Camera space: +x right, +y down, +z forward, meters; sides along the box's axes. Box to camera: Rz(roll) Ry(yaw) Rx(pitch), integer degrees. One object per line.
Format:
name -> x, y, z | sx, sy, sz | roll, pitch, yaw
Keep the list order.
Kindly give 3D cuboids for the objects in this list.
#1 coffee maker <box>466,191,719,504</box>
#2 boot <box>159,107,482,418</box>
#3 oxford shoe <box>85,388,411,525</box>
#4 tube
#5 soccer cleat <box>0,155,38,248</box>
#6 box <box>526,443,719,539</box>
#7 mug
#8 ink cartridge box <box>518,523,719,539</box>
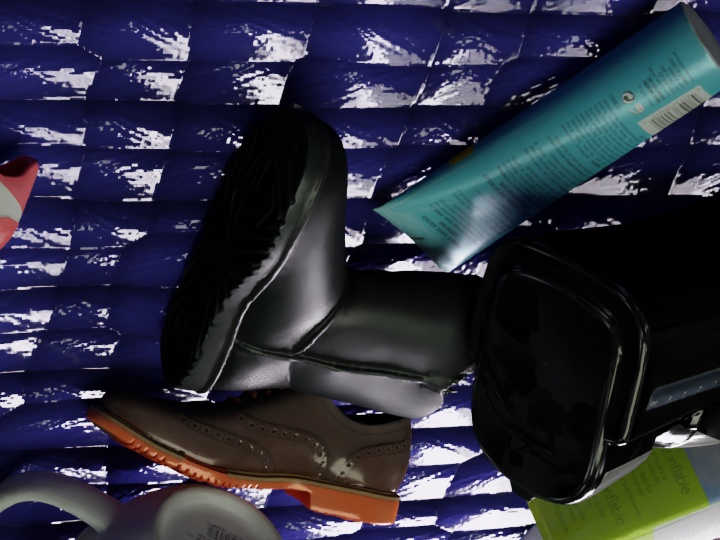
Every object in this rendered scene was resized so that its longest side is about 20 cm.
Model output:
coffee maker -> 0.161, 0.017, 1.295 | 0.199, 0.134, 0.194 | -10, 98, -46
boot -> 0.000, 0.000, 1.266 | 0.167, 0.077, 0.201 | 6, 135, -26
oxford shoe -> -0.061, 0.089, 1.352 | 0.199, 0.071, 0.073 | 17, 91, -28
tube -> 0.107, -0.068, 1.277 | 0.199, 0.051, 0.077 | -34, 133, 17
soccer cleat -> -0.233, -0.072, 1.112 | 0.200, 0.066, 0.077 | 44, 75, -40
box -> 0.193, 0.102, 1.423 | 0.199, 0.122, 0.048 | -20, 144, -4
mug -> -0.139, 0.194, 1.351 | 0.199, 0.148, 0.176 | 36, 127, -3
ink cartridge box -> 0.206, 0.226, 1.559 | 0.199, 0.116, 0.067 | 21, 120, -39
